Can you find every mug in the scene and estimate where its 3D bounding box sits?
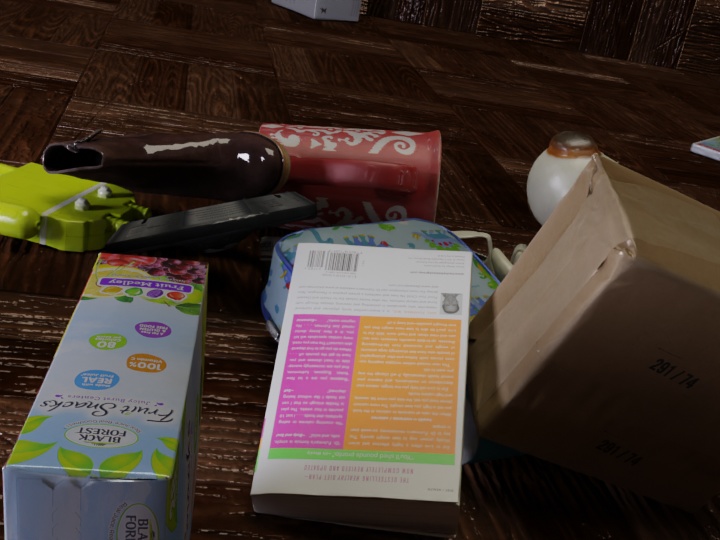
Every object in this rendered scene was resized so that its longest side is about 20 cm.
[{"bbox_3d":[-0.015,-0.107,1.044,0.195,0.179,0.136,7,61,-1],"label":"mug"}]

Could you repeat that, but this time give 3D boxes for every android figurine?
[{"bbox_3d":[-0.307,-0.068,0.965,0.196,0.042,0.182,14,22,12],"label":"android figurine"}]

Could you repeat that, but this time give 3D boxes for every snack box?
[{"bbox_3d":[-0.113,0.109,0.460,0.066,0.172,0.201,5,23,-6],"label":"snack box"}]

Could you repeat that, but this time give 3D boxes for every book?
[{"bbox_3d":[0.007,0.069,0.652,0.130,0.049,0.203,4,51,6],"label":"book"}]

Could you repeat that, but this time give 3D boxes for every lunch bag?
[{"bbox_3d":[0.026,0.036,0.796,0.197,0.084,0.161,-8,43,-37],"label":"lunch bag"}]

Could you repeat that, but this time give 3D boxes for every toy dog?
[{"bbox_3d":[0.214,-0.033,0.930,0.189,0.141,0.203,0,50,1],"label":"toy dog"}]

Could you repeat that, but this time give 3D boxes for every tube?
[{"bbox_3d":[0.146,0.114,0.752,0.197,0.051,0.078,0,36,-37],"label":"tube"}]

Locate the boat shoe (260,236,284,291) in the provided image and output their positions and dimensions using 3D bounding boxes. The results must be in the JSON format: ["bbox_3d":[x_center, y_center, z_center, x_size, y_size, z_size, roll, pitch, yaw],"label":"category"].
[{"bbox_3d":[0.000,0.000,0.923,0.195,0.065,0.071,-1,2,-16],"label":"boat shoe"}]

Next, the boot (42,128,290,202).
[{"bbox_3d":[-0.185,-0.099,0.934,0.197,0.074,0.165,5,8,33],"label":"boot"}]

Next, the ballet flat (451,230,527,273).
[{"bbox_3d":[0.137,0.001,0.979,0.196,0.073,0.072,17,23,13],"label":"ballet flat"}]

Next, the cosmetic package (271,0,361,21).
[{"bbox_3d":[-0.109,-0.772,2.581,0.163,0.168,0.199,-9,31,-42],"label":"cosmetic package"}]

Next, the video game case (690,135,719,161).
[{"bbox_3d":[0.750,-0.231,1.905,0.141,0.018,0.198,26,27,31],"label":"video game case"}]

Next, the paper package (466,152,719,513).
[{"bbox_3d":[0.193,0.051,0.657,0.197,0.192,0.105,20,38,-18],"label":"paper package"}]

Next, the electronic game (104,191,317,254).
[{"bbox_3d":[-0.136,-0.038,0.891,0.195,0.043,0.200,-11,3,1],"label":"electronic game"}]
